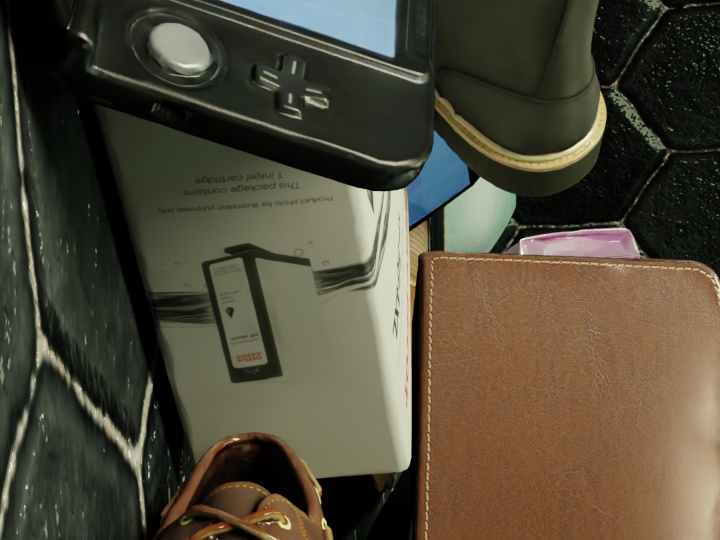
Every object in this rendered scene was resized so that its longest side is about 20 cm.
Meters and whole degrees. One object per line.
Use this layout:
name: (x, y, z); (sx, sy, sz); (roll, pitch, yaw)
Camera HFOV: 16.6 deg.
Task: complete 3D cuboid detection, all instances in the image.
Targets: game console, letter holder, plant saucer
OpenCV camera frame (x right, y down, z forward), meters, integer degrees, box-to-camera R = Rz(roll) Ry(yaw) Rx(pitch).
game console: (-0.040, -0.148, 0.720); (0.117, 0.175, 0.201); (122, -20, -44)
letter holder: (0.092, 0.103, 1.081); (0.101, 0.141, 0.201); (92, 0, -71)
plant saucer: (0.064, -0.089, 1.303); (0.201, 0.038, 0.203); (0, 90, -87)

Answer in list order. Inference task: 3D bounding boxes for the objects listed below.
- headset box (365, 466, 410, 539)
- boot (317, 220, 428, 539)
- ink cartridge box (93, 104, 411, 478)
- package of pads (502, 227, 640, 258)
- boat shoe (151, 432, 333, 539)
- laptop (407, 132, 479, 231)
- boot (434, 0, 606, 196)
headset box: (0.106, 0.156, 1.242); (0.149, 0.200, 0.078); (-16, -140, 60)
boot: (-0.001, 0.076, 1.264); (0.201, 0.073, 0.156); (83, 15, -54)
ink cartridge box: (-0.031, -0.042, 0.868); (0.201, 0.084, 0.147); (79, 9, -48)
package of pads: (0.093, 0.056, 1.326); (0.200, 0.075, 0.121); (143, -60, -71)
boat shoe: (-0.042, 0.100, 0.775); (0.200, 0.070, 0.071); (-109, -158, -80)
laptop: (0.000, 0.000, 1.073); (0.178, 0.102, 0.201); (76, 12, -59)
boot: (0.019, -0.134, 0.917); (0.077, 0.200, 0.139); (-45, 160, -23)
